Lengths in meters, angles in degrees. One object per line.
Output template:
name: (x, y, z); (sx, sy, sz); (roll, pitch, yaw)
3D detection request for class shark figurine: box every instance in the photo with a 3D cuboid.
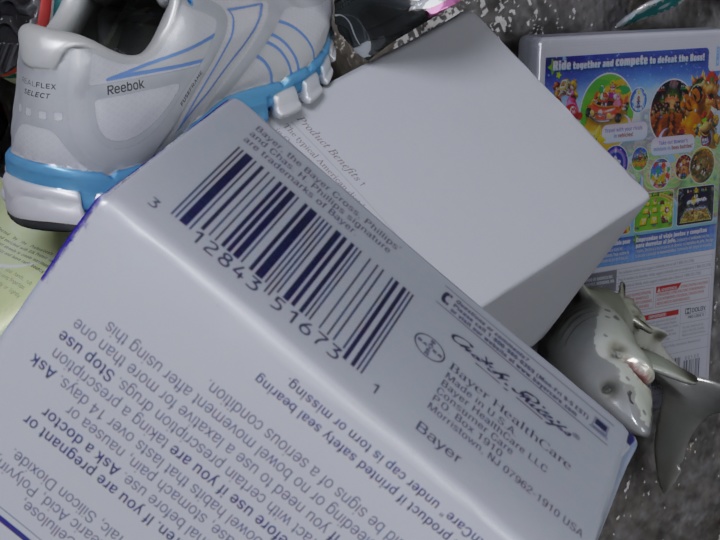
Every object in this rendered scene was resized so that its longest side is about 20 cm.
shark figurine: (0.111, 0.050, 0.951); (0.089, 0.128, 0.214); (-41, 159, 12)

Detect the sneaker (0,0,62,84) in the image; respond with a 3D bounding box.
sneaker: (-0.111, -0.165, 0.760); (0.093, 0.070, 0.201); (17, 81, -61)

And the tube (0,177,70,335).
tube: (-0.171, 0.052, 0.712); (0.058, 0.052, 0.200); (38, 72, -5)

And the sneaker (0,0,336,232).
sneaker: (-0.065, -0.093, 0.722); (0.200, 0.075, 0.087); (-50, 145, -53)

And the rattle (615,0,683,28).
rattle: (0.233, -0.174, 0.992); (0.199, 0.143, 0.131); (-22, 134, -44)

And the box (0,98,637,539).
box: (-0.044, 0.082, 0.646); (0.184, 0.200, 0.105); (40, 30, -1)

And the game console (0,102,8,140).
game console: (-0.237, -0.033, 0.692); (0.177, 0.031, 0.201); (47, 68, -40)

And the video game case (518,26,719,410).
video game case: (0.133, -0.022, 0.998); (0.143, 0.018, 0.201); (-8, 105, -39)

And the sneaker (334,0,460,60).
sneaker: (0.014, -0.174, 0.812); (0.086, 0.080, 0.201); (40, 41, -23)

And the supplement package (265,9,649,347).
supplement package: (0.000, 0.000, 0.796); (0.200, 0.118, 0.117); (-31, 71, -37)
